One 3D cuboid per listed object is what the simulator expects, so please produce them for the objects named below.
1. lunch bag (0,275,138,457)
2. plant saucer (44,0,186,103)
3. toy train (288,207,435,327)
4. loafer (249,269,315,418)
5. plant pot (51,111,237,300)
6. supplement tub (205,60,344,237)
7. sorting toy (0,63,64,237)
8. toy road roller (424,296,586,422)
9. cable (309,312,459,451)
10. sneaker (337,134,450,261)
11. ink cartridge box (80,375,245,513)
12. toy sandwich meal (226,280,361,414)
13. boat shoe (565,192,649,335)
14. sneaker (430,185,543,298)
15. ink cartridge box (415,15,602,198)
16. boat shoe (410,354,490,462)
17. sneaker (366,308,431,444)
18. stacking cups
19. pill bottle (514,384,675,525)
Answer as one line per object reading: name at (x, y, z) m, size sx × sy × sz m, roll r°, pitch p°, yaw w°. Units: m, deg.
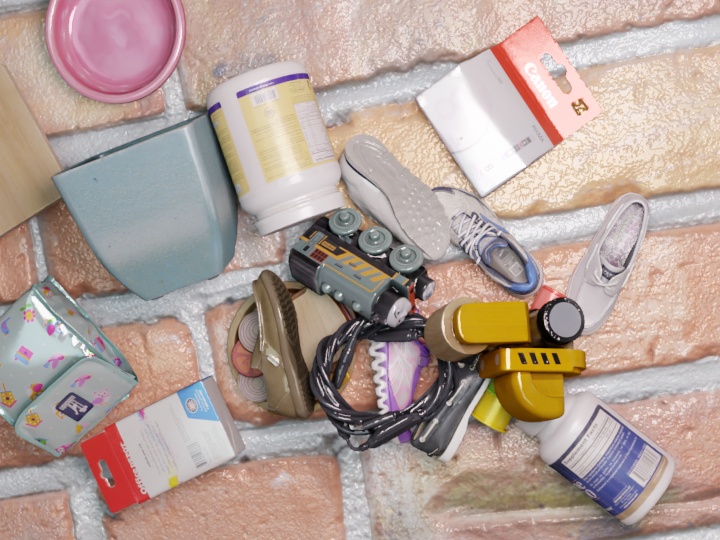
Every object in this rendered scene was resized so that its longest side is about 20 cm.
lunch bag at (-0.428, 0.139, 1.626) m, size 0.170 × 0.122 × 0.200 m, roll -42°, pitch 96°, yaw 5°
plant saucer at (-0.333, -0.331, 1.620) m, size 0.197 × 0.051 × 0.204 m, roll 0°, pitch 93°, yaw 7°
toy train at (0.000, 0.000, 1.535) m, size 0.199 × 0.086 × 0.114 m, roll 31°, pitch 60°, yaw 27°
loafer at (-0.115, 0.101, 1.544) m, size 0.066 × 0.076 × 0.203 m, roll -14°, pitch 88°, yaw 12°
plant pot at (-0.261, -0.078, 1.564) m, size 0.194 × 0.196 × 0.203 m, roll -19°, pitch 102°, yaw 7°
supplement tub at (-0.109, -0.160, 1.556) m, size 0.143 × 0.145 × 0.203 m, roll -19°, pitch 92°, yaw 7°
sorting toy at (-0.521, -0.149, 1.643) m, size 0.197 × 0.070 × 0.202 m, roll -30°, pitch 89°, yaw 7°
toy road roller at (0.185, 0.114, 1.463) m, size 0.197 × 0.123 × 0.148 m, roll 2°, pitch 78°, yaw -13°
cable at (0.035, 0.130, 1.535) m, size 0.198 × 0.051 × 0.164 m, roll -30°, pitch 77°, yaw -3°
sneaker at (0.043, -0.088, 1.569) m, size 0.076 × 0.081 × 0.201 m, roll -28°, pitch 74°, yaw -35°
ink cartridge box at (-0.276, 0.243, 1.639) m, size 0.198 × 0.067 × 0.117 m, roll -26°, pitch 90°, yaw 7°
toy sandwich meal at (-0.091, 0.106, 1.608) m, size 0.202 × 0.070 × 0.209 m, roll 0°, pitch 93°, yaw 7°
boat shoe at (0.329, -0.006, 1.552) m, size 0.071 × 0.069 × 0.202 m, roll 30°, pitch 98°, yaw 4°
sneaker at (0.166, -0.043, 1.562) m, size 0.199 × 0.085 × 0.077 m, roll 39°, pitch 97°, yaw 4°
ink cartridge box at (0.197, -0.220, 1.565) m, size 0.199 × 0.057 × 0.164 m, roll -35°, pitch 87°, yaw 12°
boat shoe at (0.130, 0.156, 1.573) m, size 0.060 × 0.076 × 0.202 m, roll 24°, pitch 85°, yaw -9°
sneaker at (0.057, 0.133, 1.592) m, size 0.087 × 0.080 × 0.203 m, roll -8°, pitch 92°, yaw -1°
stacking cups at (0.217, 0.116, 1.583) m, size 0.060 × 0.061 × 0.202 m, roll 27°, pitch 93°, yaw 4°
pill bottle at (0.306, 0.232, 1.549) m, size 0.199 × 0.111 × 0.112 m, roll 38°, pitch 97°, yaw 3°
